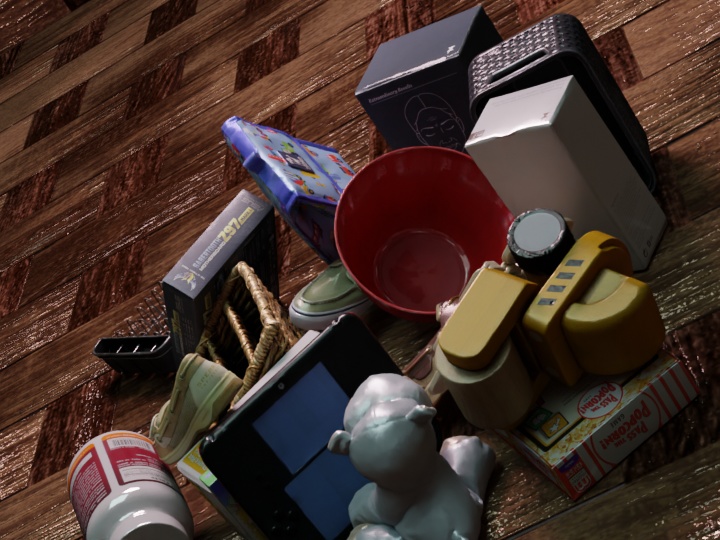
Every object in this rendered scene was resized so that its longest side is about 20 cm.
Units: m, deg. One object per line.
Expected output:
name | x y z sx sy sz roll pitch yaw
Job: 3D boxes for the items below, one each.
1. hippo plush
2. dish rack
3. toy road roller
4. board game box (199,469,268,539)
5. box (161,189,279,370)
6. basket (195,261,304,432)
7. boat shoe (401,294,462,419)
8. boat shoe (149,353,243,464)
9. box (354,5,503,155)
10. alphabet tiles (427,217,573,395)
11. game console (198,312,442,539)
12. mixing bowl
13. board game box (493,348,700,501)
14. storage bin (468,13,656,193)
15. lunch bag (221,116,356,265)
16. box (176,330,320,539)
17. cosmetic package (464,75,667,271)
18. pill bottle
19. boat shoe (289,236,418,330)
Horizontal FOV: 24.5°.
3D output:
hippo plush | 0.027 0.187 1.481 0.159 0.161 0.200 -28 28 15
dish rack | -0.235 0.054 2.127 0.153 0.055 0.200 -3 41 46
toy road roller | 0.175 0.054 1.463 0.146 0.123 0.200 23 67 37
board game box | -0.041 0.181 1.602 0.200 0.135 0.029 -43 27 -12
box | -0.161 0.023 1.948 0.051 0.200 0.158 28 61 18
basket | -0.128 0.108 1.808 0.143 0.149 0.200 -35 27 2
boat shoe | 0.104 0.052 1.653 0.072 0.072 0.200 36 93 23
boat shoe | -0.179 0.140 1.693 0.073 0.063 0.201 -52 2 -28
box | 0.115 -0.180 1.928 0.148 0.200 0.107 -16 33 33
alphabet tiles | 0.137 0.035 1.584 0.015 0.200 0.196 35 107 24
game console | -0.032 0.165 1.569 0.200 0.177 0.031 -42 26 -13
mixing bowl | 0.069 -0.022 1.780 0.200 0.200 0.108 -47 -15 -22
board game box | 0.197 0.111 1.533 0.151 0.046 0.200 -39 27 -6
storage bin | 0.214 -0.153 1.766 0.135 0.200 0.094 -26 28 19
lunch bag | -0.073 -0.091 1.869 0.094 0.200 0.151 -46 55 12
box | -0.067 0.175 1.666 0.200 0.113 0.101 -44 27 -14
cosmetic package | 0.208 -0.088 1.669 0.113 0.200 0.081 -10 37 41
pill bottle | -0.238 0.257 1.738 0.113 0.113 0.200 -37 26 -3
boat shoe | 0.000 0.000 1.857 0.200 0.062 0.072 -30 43 -31
